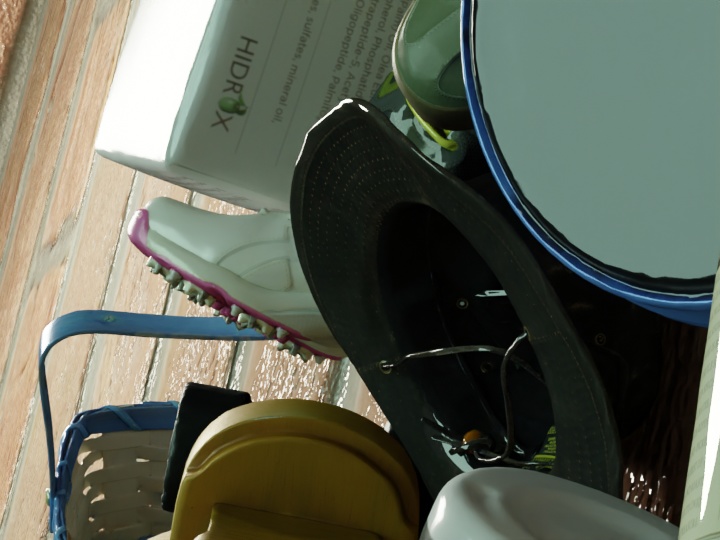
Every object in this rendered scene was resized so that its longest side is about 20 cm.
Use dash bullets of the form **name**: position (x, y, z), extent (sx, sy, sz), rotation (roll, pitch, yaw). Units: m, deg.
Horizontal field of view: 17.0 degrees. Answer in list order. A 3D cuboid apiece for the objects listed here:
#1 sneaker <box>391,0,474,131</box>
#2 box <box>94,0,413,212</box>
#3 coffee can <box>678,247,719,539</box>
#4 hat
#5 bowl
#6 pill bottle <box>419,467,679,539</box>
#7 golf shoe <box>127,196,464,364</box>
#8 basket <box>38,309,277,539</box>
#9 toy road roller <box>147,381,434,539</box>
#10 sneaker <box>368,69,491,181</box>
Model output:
- **sneaker**: position (0.084, -0.137, 0.860), extent (0.200, 0.067, 0.090), rotation (-40, -21, 2)
- **box**: position (-0.004, -0.117, 1.137), extent (0.199, 0.171, 0.200), rotation (-164, 93, -74)
- **coffee can**: position (0.153, -0.006, 0.542), extent (0.146, 0.146, 0.200), rotation (146, 138, -66)
- **hat**: position (0.060, 0.016, 0.900), extent (0.201, 0.081, 0.201), rotation (47, 154, 32)
- **bowl**: position (0.112, -0.081, 0.761), extent (0.201, 0.039, 0.201), rotation (1, 91, 44)
- **pill bottle**: position (0.044, 0.176, 0.795), extent (0.111, 0.111, 0.200), rotation (-121, 50, -69)
- **golf shoe**: position (0.000, 0.000, 1.020), extent (0.075, 0.200, 0.092), rotation (47, -114, -76)
- **basket**: position (-0.060, 0.103, 1.128), extent (0.139, 0.176, 0.200), rotation (-99, 11, -59)
- **toy road roller**: position (-0.037, 0.149, 0.993), extent (0.146, 0.123, 0.200), rotation (-82, 3, -73)
- **sneaker**: position (0.052, -0.092, 0.954), extent (0.200, 0.074, 0.085), rotation (-49, -23, 4)
